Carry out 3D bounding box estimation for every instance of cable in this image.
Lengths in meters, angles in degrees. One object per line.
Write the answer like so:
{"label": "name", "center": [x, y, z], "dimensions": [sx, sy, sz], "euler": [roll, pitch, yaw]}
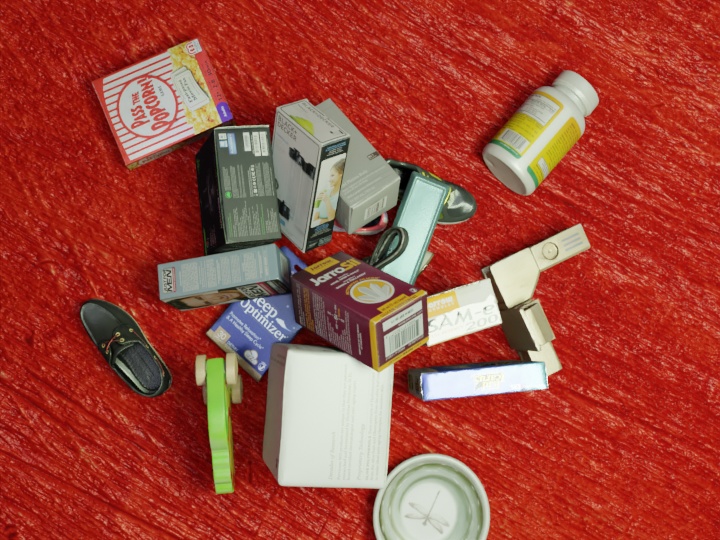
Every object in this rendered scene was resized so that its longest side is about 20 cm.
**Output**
{"label": "cable", "center": [0.000, 0.000, 1.397], "dimensions": [0.050, 0.199, 0.099], "euler": [14, 58, -38]}

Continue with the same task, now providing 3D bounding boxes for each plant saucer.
{"label": "plant saucer", "center": [0.082, -0.055, 1.405], "dimensions": [0.069, 0.019, 0.204], "euler": [20, 90, -5]}
{"label": "plant saucer", "center": [0.116, 0.406, 1.439], "dimensions": [0.195, 0.050, 0.205], "euler": [0, 87, -4]}

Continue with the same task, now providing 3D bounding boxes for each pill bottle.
{"label": "pill bottle", "center": [0.308, -0.237, 1.459], "dimensions": [0.112, 0.113, 0.201], "euler": [42, 85, 0]}

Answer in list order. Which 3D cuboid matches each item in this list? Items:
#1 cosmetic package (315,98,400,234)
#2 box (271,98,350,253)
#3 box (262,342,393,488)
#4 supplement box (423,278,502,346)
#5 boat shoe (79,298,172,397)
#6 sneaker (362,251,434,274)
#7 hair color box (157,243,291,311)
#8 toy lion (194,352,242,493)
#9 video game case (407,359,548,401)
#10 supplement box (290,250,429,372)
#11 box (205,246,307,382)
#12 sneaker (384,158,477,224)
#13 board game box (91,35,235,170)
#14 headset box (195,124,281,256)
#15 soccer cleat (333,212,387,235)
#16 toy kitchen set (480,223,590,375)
{"label": "cosmetic package", "center": [-0.035, -0.171, 1.405], "dimensions": [0.106, 0.091, 0.201], "euler": [-33, 69, -20]}
{"label": "box", "center": [-0.087, -0.145, 1.333], "dimensions": [0.059, 0.203, 0.116], "euler": [-22, 52, -36]}
{"label": "box", "center": [-0.056, 0.222, 1.351], "dimensions": [0.167, 0.199, 0.205], "euler": [4, 88, -13]}
{"label": "supplement box", "center": [0.141, 0.070, 1.385], "dimensions": [0.123, 0.200, 0.075], "euler": [-17, 87, -4]}
{"label": "boat shoe", "center": [-0.389, 0.125, 1.418], "dimensions": [0.074, 0.063, 0.202], "euler": [-42, 89, -2]}
{"label": "sneaker", "center": [0.029, 0.019, 1.453], "dimensions": [0.090, 0.067, 0.201], "euler": [42, 83, 5]}
{"label": "hair color box", "center": [-0.217, 0.013, 1.393], "dimensions": [0.195, 0.099, 0.062], "euler": [-9, 75, 8]}
{"label": "toy lion", "center": [-0.219, 0.248, 1.359], "dimensions": [0.067, 0.201, 0.196], "euler": [-3, 68, -6]}
{"label": "video game case", "center": [0.182, 0.174, 1.391], "dimensions": [0.195, 0.181, 0.047], "euler": [-5, 87, -4]}
{"label": "supplement box", "center": [-0.003, 0.056, 1.291], "dimensions": [0.109, 0.198, 0.087], "euler": [-27, 126, -34]}
{"label": "box", "center": [-0.152, 0.070, 1.451], "dimensions": [0.121, 0.032, 0.201], "euler": [40, 84, 0]}
{"label": "sneaker", "center": [0.105, -0.132, 1.453], "dimensions": [0.196, 0.085, 0.076], "euler": [18, 86, -2]}
{"label": "board game box", "center": [-0.330, -0.281, 1.452], "dimensions": [0.197, 0.046, 0.154], "euler": [-25, 88, -5]}
{"label": "headset box", "center": [-0.201, -0.122, 1.381], "dimensions": [0.091, 0.199, 0.179], "euler": [-5, 88, -20]}
{"label": "soccer cleat", "center": [-0.050, -0.093, 1.444], "dimensions": [0.195, 0.076, 0.068], "euler": [5, 86, -4]}
{"label": "toy kitchen set", "center": [0.326, 0.051, 1.418], "dimensions": [0.177, 0.163, 0.203], "euler": [-25, 89, -5]}
